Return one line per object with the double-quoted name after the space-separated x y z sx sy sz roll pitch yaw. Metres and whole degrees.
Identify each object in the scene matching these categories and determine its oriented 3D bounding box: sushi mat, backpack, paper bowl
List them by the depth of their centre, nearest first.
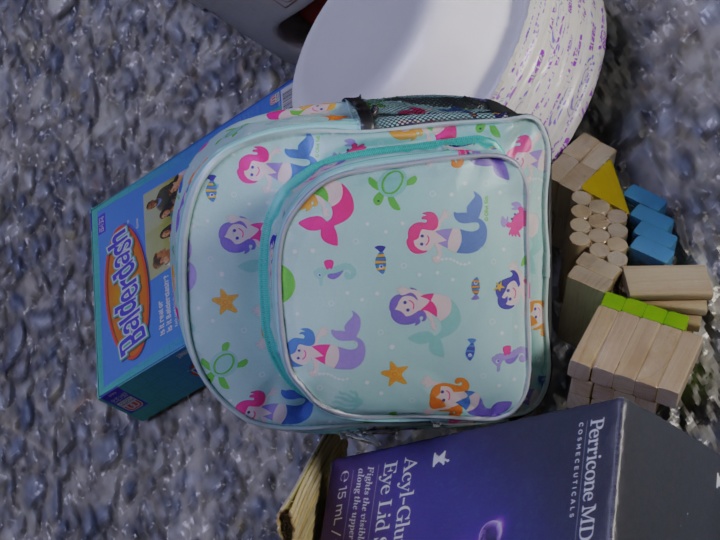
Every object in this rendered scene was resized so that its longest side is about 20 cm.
0.000 0.000 1.384 0.151 0.200 0.178 -104 14 -79 "backpack"
-0.026 0.142 1.410 0.012 0.200 0.096 5 103 7 "sushi mat"
0.039 -0.113 1.530 0.201 0.104 0.201 -37 35 32 "paper bowl"

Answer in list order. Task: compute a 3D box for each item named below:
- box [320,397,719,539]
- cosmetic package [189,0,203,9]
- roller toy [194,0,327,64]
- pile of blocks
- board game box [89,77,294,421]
0.080 0.163 1.345 0.200 0.104 0.148 -17 55 39 "box"
-0.099 -0.295 1.823 0.200 0.085 0.108 -54 43 4 "cosmetic package"
-0.035 -0.233 1.662 0.200 0.140 0.183 21 81 56 "roller toy"
0.140 0.014 1.423 0.200 0.082 0.062 -95 8 -46 "pile of blocks"
-0.084 -0.016 1.667 0.200 0.045 0.152 -30 49 30 "board game box"
